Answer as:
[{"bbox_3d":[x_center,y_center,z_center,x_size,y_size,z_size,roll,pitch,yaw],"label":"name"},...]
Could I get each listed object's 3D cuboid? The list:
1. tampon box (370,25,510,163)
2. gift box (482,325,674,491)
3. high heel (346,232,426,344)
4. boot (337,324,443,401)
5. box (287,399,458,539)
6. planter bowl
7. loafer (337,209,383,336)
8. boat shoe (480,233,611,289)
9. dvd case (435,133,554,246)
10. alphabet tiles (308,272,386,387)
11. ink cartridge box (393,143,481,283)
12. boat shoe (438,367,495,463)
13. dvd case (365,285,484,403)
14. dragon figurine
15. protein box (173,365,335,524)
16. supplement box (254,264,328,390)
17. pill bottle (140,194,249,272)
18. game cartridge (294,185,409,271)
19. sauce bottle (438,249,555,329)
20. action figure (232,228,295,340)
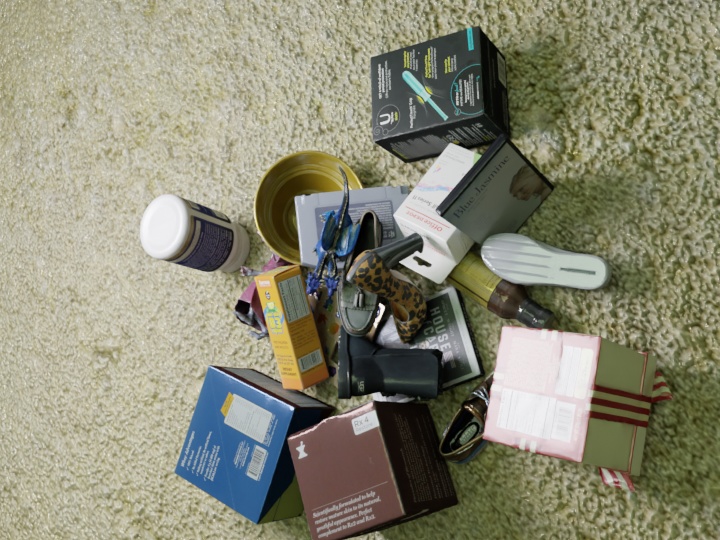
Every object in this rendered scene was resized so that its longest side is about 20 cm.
[{"bbox_3d":[0.130,-0.282,1.307,0.196,0.126,0.154,-8,76,29],"label":"tampon box"},{"bbox_3d":[0.301,0.185,1.082,0.198,0.185,0.189,11,84,46],"label":"gift box"},{"bbox_3d":[0.033,0.049,1.227,0.071,0.141,0.204,33,135,41],"label":"high heel"},{"bbox_3d":[0.045,0.146,1.260,0.164,0.201,0.078,1,107,-2],"label":"boot"},{"bbox_3d":[0.022,0.306,1.218,0.164,0.199,0.167,-26,69,24],"label":"box"},{"bbox_3d":[-0.087,-0.101,1.405,0.195,0.084,0.205,1,80,-3],"label":"planter bowl"},{"bbox_3d":[0.000,0.000,1.271,0.070,0.063,0.204,5,70,3],"label":"loafer"},{"bbox_3d":[0.279,-0.004,1.200,0.197,0.071,0.074,16,89,25],"label":"boat shoe"},{"bbox_3d":[0.205,-0.107,1.186,0.143,0.199,0.018,-49,55,11],"label":"dvd case"},{"bbox_3d":[-0.039,0.086,1.385,0.166,0.007,0.203,31,103,37],"label":"alphabet tiles"},{"bbox_3d":[0.135,-0.092,1.258,0.116,0.068,0.201,28,73,36],"label":"ink cartridge box"},{"bbox_3d":[0.191,0.213,1.209,0.072,0.072,0.202,37,100,29],"label":"boat shoe"},{"bbox_3d":[0.094,0.132,1.310,0.197,0.025,0.153,-25,69,25],"label":"dvd case"},{"bbox_3d":[-0.037,-0.057,1.259,0.058,0.099,0.204,18,96,-13],"label":"dragon figurine"},{"bbox_3d":[-0.182,0.294,1.376,0.197,0.134,0.203,19,91,31],"label":"protein box"},{"bbox_3d":[-0.118,0.097,1.359,0.066,0.068,0.205,-5,100,50],"label":"supplement box"},{"bbox_3d":[-0.299,-0.061,1.474,0.114,0.199,0.119,-7,76,29],"label":"pill bottle"},{"bbox_3d":[-0.008,-0.068,1.345,0.195,0.041,0.136,-6,77,-4],"label":"game cartridge"},{"bbox_3d":[0.210,0.032,1.239,0.199,0.064,0.065,37,99,29],"label":"sauce bottle"},{"bbox_3d":[-0.148,0.017,1.428,0.147,0.134,0.202,29,66,-4],"label":"action figure"}]
